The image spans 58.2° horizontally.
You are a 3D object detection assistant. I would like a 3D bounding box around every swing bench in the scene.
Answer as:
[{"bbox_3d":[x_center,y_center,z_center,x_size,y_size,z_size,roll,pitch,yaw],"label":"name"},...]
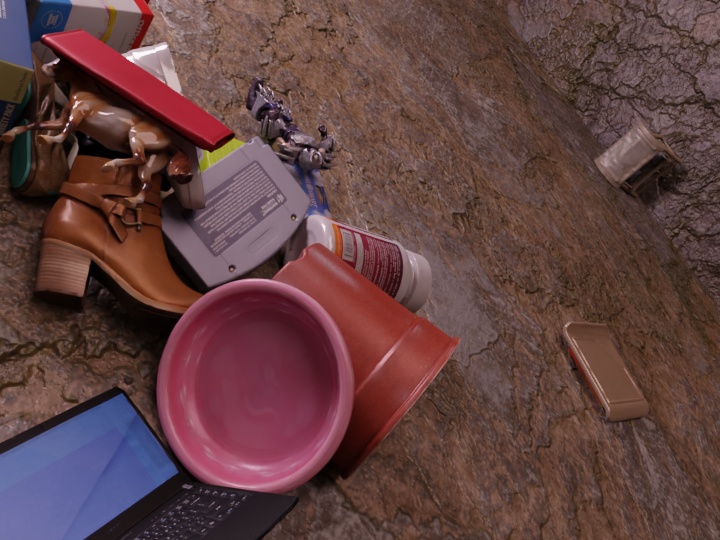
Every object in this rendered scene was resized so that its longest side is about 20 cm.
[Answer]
[{"bbox_3d":[0.958,-0.381,2.240,0.198,0.199,0.131,10,48,-40],"label":"swing bench"}]

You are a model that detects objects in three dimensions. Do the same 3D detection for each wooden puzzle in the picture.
[{"bbox_3d":[0.487,0.202,1.296,0.183,0.037,0.203,7,55,-44],"label":"wooden puzzle"}]

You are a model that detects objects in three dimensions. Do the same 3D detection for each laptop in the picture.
[{"bbox_3d":[-0.182,0.175,0.514,0.177,0.197,0.105,-27,110,-58],"label":"laptop"}]

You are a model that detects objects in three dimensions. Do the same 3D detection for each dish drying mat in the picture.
[{"bbox_3d":[-0.228,-0.188,0.680,0.198,0.018,0.077,32,27,-5],"label":"dish drying mat"}]

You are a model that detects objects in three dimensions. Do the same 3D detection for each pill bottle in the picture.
[{"bbox_3d":[0.000,0.000,0.898,0.198,0.110,0.111,16,44,-37],"label":"pill bottle"}]

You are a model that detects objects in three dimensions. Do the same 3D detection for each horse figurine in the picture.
[{"bbox_3d":[-0.250,-0.136,0.651,0.198,0.050,0.133,26,39,-4],"label":"horse figurine"}]

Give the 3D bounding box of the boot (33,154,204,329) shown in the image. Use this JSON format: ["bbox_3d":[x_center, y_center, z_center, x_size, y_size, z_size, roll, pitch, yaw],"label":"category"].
[{"bbox_3d":[-0.226,-0.026,0.681,0.197,0.077,0.158,14,65,-21],"label":"boot"}]

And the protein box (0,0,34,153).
[{"bbox_3d":[-0.450,-0.242,0.630,0.198,0.135,0.201,8,50,-43],"label":"protein box"}]

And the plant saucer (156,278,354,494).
[{"bbox_3d":[-0.099,0.112,0.628,0.202,0.199,0.051,55,6,13],"label":"plant saucer"}]

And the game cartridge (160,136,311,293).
[{"bbox_3d":[-0.155,-0.067,0.806,0.134,0.041,0.200,50,53,-5],"label":"game cartridge"}]

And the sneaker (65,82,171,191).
[{"bbox_3d":[-0.307,-0.174,0.778,0.201,0.076,0.090,50,43,11],"label":"sneaker"}]

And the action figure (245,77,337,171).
[{"bbox_3d":[-0.107,-0.209,0.970,0.129,0.070,0.200,17,24,-46],"label":"action figure"}]

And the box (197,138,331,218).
[{"bbox_3d":[-0.138,-0.116,0.920,0.198,0.048,0.123,15,46,-38],"label":"box"}]

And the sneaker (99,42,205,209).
[{"bbox_3d":[-0.248,-0.152,0.732,0.114,0.074,0.203,-16,79,-17],"label":"sneaker"}]

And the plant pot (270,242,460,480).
[{"bbox_3d":[-0.023,0.087,0.729,0.195,0.202,0.200,42,34,7],"label":"plant pot"}]

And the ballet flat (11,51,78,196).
[{"bbox_3d":[-0.354,-0.164,0.724,0.072,0.067,0.202,15,46,-52],"label":"ballet flat"}]

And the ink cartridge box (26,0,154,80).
[{"bbox_3d":[-0.347,-0.308,0.825,0.068,0.116,0.199,52,35,11],"label":"ink cartridge box"}]
